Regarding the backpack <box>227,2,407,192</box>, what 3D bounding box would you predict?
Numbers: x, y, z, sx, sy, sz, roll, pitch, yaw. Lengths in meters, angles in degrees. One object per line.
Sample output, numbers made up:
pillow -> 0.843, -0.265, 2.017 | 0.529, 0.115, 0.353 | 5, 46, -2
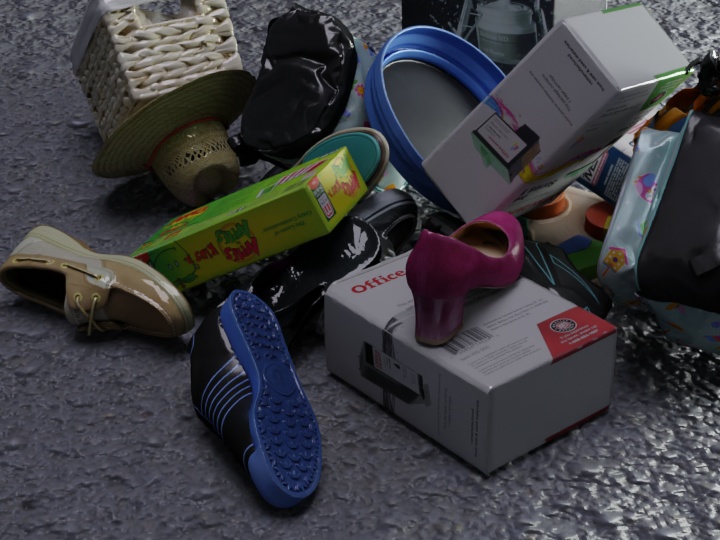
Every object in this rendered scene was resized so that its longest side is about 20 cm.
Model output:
backpack -> -0.025, -0.148, 1.630 | 0.127, 0.167, 0.200 | 19, -9, 28

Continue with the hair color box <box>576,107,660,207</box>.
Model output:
hair color box -> 0.308, -0.074, 1.562 | 0.200, 0.061, 0.100 | 38, 42, 23

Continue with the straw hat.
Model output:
straw hat -> -0.164, -0.110, 1.644 | 0.201, 0.201, 0.085 | -24, 78, -35

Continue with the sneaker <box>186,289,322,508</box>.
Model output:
sneaker -> -0.088, 0.112, 1.303 | 0.070, 0.078, 0.200 | 21, 37, -36

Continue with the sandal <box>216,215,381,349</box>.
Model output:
sandal -> -0.067, 0.018, 1.407 | 0.075, 0.048, 0.200 | 37, 70, 26

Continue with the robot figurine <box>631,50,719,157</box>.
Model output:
robot figurine -> 0.328, -0.129, 1.418 | 0.145, 0.200, 0.058 | 16, 63, -20

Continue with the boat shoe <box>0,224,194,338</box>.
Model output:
boat shoe -> -0.234, 0.023, 1.458 | 0.200, 0.074, 0.066 | 19, 48, 33

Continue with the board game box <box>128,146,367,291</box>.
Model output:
board game box -> -0.102, -0.040, 1.477 | 0.200, 0.048, 0.102 | -21, 15, 28

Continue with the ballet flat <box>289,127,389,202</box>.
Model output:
ballet flat -> -0.038, -0.075, 1.547 | 0.200, 0.069, 0.069 | -28, 15, 33

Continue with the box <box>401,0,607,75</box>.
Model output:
box -> 0.156, -0.266, 1.814 | 0.200, 0.197, 0.124 | 20, 36, 32

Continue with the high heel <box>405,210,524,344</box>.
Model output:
high heel -> 0.087, -0.027, 1.335 | 0.067, 0.096, 0.200 | 15, 32, 24

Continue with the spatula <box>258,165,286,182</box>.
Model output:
spatula -> -0.120, -0.069, 1.650 | 0.057, 0.021, 0.200 | -11, 17, 33

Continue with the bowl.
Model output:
bowl -> 0.087, -0.138, 1.574 | 0.201, 0.039, 0.201 | 24, 47, -29

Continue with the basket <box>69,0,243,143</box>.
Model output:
basket -> -0.210, -0.211, 1.712 | 0.136, 0.123, 0.200 | -14, -10, -20

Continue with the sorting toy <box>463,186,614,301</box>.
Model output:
sorting toy -> 0.187, -0.036, 1.576 | 0.185, 0.036, 0.200 | 19, 35, 30

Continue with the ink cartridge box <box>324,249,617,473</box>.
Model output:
ink cartridge box -> 0.086, 0.064, 1.358 | 0.147, 0.083, 0.200 | -22, 36, -34

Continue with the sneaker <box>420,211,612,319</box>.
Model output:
sneaker -> 0.134, 0.005, 1.469 | 0.079, 0.075, 0.200 | -30, 50, -28

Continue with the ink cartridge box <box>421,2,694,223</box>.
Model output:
ink cartridge box -> 0.171, -0.133, 1.454 | 0.145, 0.200, 0.084 | -21, 71, -51

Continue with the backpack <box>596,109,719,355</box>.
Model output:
backpack -> 0.290, -0.021, 1.388 | 0.153, 0.200, 0.176 | 8, 71, 31

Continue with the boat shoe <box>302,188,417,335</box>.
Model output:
boat shoe -> 0.000, 0.000, 1.499 | 0.071, 0.072, 0.200 | 27, 50, 26
